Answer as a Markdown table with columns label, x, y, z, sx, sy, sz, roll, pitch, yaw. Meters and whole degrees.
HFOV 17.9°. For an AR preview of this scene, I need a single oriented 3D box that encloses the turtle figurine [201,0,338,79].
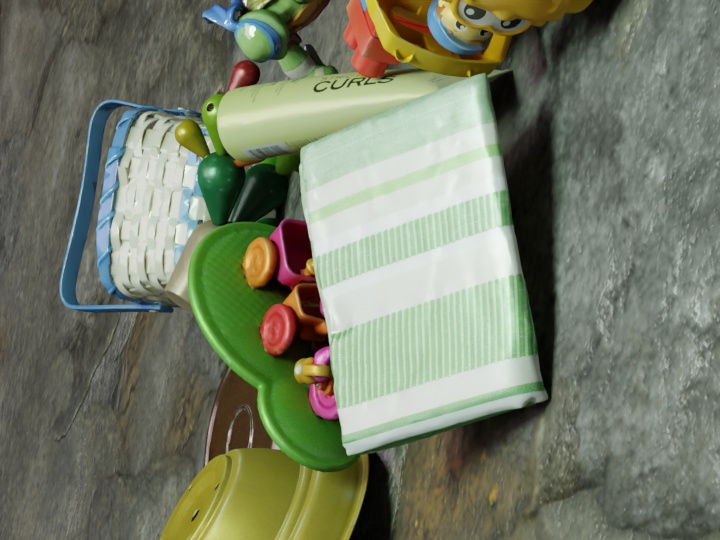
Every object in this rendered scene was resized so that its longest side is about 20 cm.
| label | x | y | z | sx | sy | sz | roll | pitch | yaw |
| --- | --- | --- | --- | --- | --- | --- | --- | --- | --- |
| turtle figurine | 0.000 | -0.195 | 1.630 | 0.144 | 0.199 | 0.195 | 86 | -160 | -50 |

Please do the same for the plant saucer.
| label | x | y | z | sx | sy | sz | roll | pitch | yaw |
| --- | --- | --- | --- | --- | --- | --- | --- | --- | --- |
| plant saucer | -0.080 | 0.132 | 1.739 | 0.200 | 0.032 | 0.201 | -169 | 90 | -69 |

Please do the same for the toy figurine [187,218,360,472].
| label | x | y | z | sx | sy | sz | roll | pitch | yaw |
| --- | --- | --- | --- | --- | --- | --- | --- | --- | --- |
| toy figurine | 0.000 | 0.000 | 1.487 | 0.184 | 0.149 | 0.201 | -46 | 46 | 39 |

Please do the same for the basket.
| label | x | y | z | sx | sy | sz | roll | pitch | yaw |
| --- | --- | --- | --- | --- | --- | --- | --- | --- | --- |
| basket | -0.160 | -0.046 | 1.843 | 0.199 | 0.139 | 0.177 | 8 | 87 | 38 |

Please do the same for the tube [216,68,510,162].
| label | x | y | z | sx | sy | sz | roll | pitch | yaw |
| --- | --- | --- | --- | --- | --- | --- | --- | --- | --- |
| tube | -0.003 | -0.109 | 1.487 | 0.199 | 0.052 | 0.058 | -6 | 53 | 37 |

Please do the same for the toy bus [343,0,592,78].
| label | x | y | z | sx | sy | sz | roll | pitch | yaw |
| --- | --- | --- | --- | --- | --- | --- | --- | --- | --- |
| toy bus | 0.055 | -0.186 | 1.391 | 0.193 | 0.135 | 0.200 | -61 | 29 | 30 |

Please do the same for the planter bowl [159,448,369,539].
| label | x | y | z | sx | sy | sz | roll | pitch | yaw |
| --- | --- | --- | --- | --- | --- | --- | --- | --- | --- |
| planter bowl | -0.083 | 0.184 | 1.554 | 0.201 | 0.083 | 0.201 | -53 | 15 | 20 |

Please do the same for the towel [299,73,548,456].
| label | x | y | z | sx | sy | sz | roll | pitch | yaw |
| --- | --- | --- | --- | --- | --- | --- | --- | --- | --- |
| towel | 0.035 | -0.001 | 1.386 | 0.152 | 0.023 | 0.201 | -19 | 74 | 35 |

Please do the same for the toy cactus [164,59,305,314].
| label | x | y | z | sx | sy | sz | roll | pitch | yaw |
| --- | --- | --- | --- | --- | --- | --- | --- | --- | --- |
| toy cactus | -0.089 | -0.048 | 1.633 | 0.165 | 0.102 | 0.200 | -55 | -22 | -16 |
